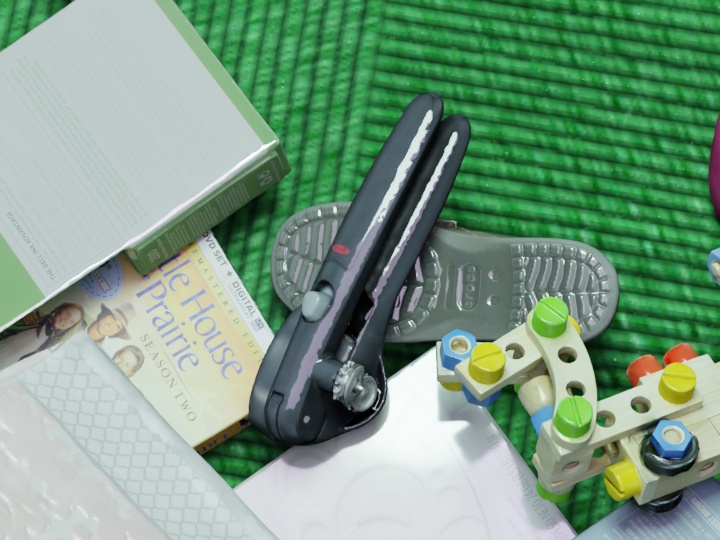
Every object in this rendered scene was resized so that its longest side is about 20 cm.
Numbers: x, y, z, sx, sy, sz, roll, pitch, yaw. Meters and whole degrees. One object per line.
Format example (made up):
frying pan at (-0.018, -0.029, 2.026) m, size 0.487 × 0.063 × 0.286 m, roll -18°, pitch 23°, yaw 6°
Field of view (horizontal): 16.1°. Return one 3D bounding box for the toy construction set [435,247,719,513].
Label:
toy construction set at (0.148, 0.047, 1.275) m, size 0.199 × 0.092 × 0.131 m, roll -27°, pitch 58°, yaw -7°

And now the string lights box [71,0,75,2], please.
string lights box at (-0.154, -0.260, 1.446) m, size 0.102 × 0.059 × 0.201 m, roll -21°, pitch 77°, yaw -3°

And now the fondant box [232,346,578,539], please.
fondant box at (0.003, 0.158, 1.342) m, size 0.200 × 0.058 × 0.144 m, roll -35°, pitch 78°, yaw -6°

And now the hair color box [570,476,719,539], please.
hair color box at (0.107, 0.189, 1.281) m, size 0.200 × 0.099 × 0.061 m, roll -32°, pitch 60°, yaw -21°

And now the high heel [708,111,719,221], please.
high heel at (0.226, -0.018, 1.358) m, size 0.067 × 0.096 × 0.201 m, roll -1°, pitch 76°, yaw 2°

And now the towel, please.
towel at (-0.139, 0.134, 1.251) m, size 0.200 × 0.032 × 0.191 m, roll 46°, pitch 42°, yaw 12°

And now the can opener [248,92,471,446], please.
can opener at (0.000, 0.000, 1.317) m, size 0.078 × 0.063 × 0.201 m, roll 25°, pitch 89°, yaw 33°

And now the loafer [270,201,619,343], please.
loafer at (0.047, 0.010, 1.375) m, size 0.199 × 0.070 × 0.076 m, roll 11°, pitch 86°, yaw 19°

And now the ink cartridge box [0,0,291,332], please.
ink cartridge box at (-0.159, -0.058, 1.379) m, size 0.200 × 0.048 × 0.146 m, roll -35°, pitch 69°, yaw -6°

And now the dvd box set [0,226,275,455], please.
dvd box set at (-0.151, 0.055, 1.384) m, size 0.200 × 0.029 × 0.147 m, roll -30°, pitch 76°, yaw -5°
